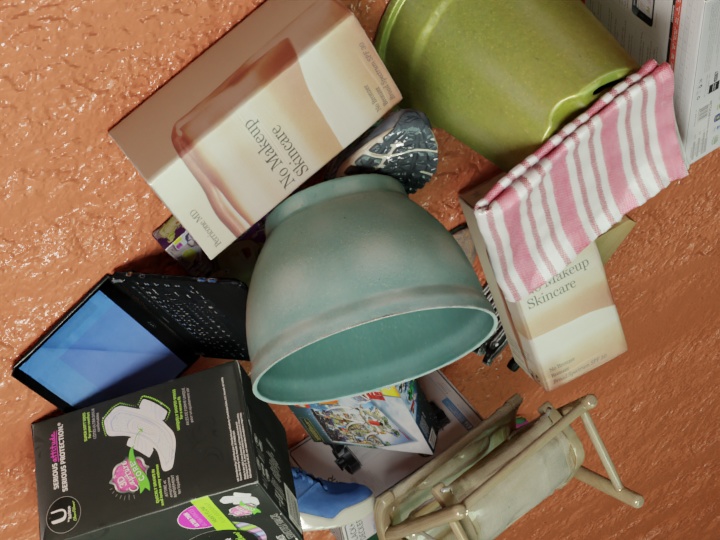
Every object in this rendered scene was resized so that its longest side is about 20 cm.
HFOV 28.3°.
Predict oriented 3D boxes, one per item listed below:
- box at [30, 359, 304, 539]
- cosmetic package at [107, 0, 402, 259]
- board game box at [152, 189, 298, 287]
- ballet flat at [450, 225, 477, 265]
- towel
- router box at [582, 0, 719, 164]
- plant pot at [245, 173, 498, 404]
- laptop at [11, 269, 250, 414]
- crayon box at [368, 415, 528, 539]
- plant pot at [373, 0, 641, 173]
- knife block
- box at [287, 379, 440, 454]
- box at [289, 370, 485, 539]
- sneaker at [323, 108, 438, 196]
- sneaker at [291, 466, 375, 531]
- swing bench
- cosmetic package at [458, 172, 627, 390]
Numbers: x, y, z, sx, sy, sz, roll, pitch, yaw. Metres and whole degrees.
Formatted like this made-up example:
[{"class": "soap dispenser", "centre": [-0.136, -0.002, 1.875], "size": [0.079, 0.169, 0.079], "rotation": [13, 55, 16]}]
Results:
[{"class": "box", "centre": [-0.170, 0.191, 1.272], "size": [0.198, 0.125, 0.149], "rotation": [-17, 146, 6]}, {"class": "cosmetic package", "centre": [-0.080, -0.119, 1.104], "size": [0.200, 0.087, 0.104], "rotation": [-41, 135, -3]}, {"class": "board game box", "centre": [-0.090, -0.020, 1.271], "size": [0.120, 0.032, 0.200], "rotation": [-46, 146, -4]}, {"class": "ballet flat", "centre": [0.060, 0.039, 1.451], "size": [0.200, 0.067, 0.068], "rotation": [-41, 145, -3]}, {"class": "towel", "centre": [0.184, -0.068, 1.165], "size": [0.200, 0.030, 0.147], "rotation": [-39, 145, -6]}, {"class": "router box", "centre": [0.253, -0.219, 1.267], "size": [0.049, 0.180, 0.201], "rotation": [-30, 145, -17]}, {"class": "plant pot", "centre": [-0.004, 0.008, 1.132], "size": [0.198, 0.135, 0.201], "rotation": [-14, 161, -5]}, {"class": "laptop", "centre": [-0.163, 0.083, 1.236], "size": [0.177, 0.198, 0.104], "rotation": [51, 48, -57]}, {"class": "crayon box", "centre": [0.117, 0.275, 1.774], "size": [0.199, 0.058, 0.174], "rotation": [-6, 131, -42]}, {"class": "plant pot", "centre": [0.141, -0.163, 1.209], "size": [0.199, 0.184, 0.201], "rotation": [-26, 143, -22]}, {"class": "knife block", "centre": [0.202, 0.021, 1.581], "size": [0.199, 0.064, 0.176], "rotation": [-29, 144, -21]}, {"class": "box", "centre": [-0.010, 0.120, 1.415], "size": [0.200, 0.135, 0.038], "rotation": [63, 37, -55]}, {"class": "box", "centre": [0.031, 0.199, 1.552], "size": [0.199, 0.117, 0.060], "rotation": [-31, 145, -16]}, {"class": "sneaker", "centre": [0.005, -0.097, 1.191], "size": [0.077, 0.087, 0.200], "rotation": [0, 161, -19]}, {"class": "sneaker", "centre": [-0.080, 0.201, 1.429], "size": [0.198, 0.077, 0.112], "rotation": [-3, 92, -15]}, {"class": "swing bench", "centre": [0.136, 0.225, 1.439], "size": [0.198, 0.199, 0.131], "rotation": [-34, 105, -27]}, {"class": "cosmetic package", "centre": [0.184, 0.003, 1.428], "size": [0.103, 0.087, 0.201], "rotation": [-27, 114, -8]}]
